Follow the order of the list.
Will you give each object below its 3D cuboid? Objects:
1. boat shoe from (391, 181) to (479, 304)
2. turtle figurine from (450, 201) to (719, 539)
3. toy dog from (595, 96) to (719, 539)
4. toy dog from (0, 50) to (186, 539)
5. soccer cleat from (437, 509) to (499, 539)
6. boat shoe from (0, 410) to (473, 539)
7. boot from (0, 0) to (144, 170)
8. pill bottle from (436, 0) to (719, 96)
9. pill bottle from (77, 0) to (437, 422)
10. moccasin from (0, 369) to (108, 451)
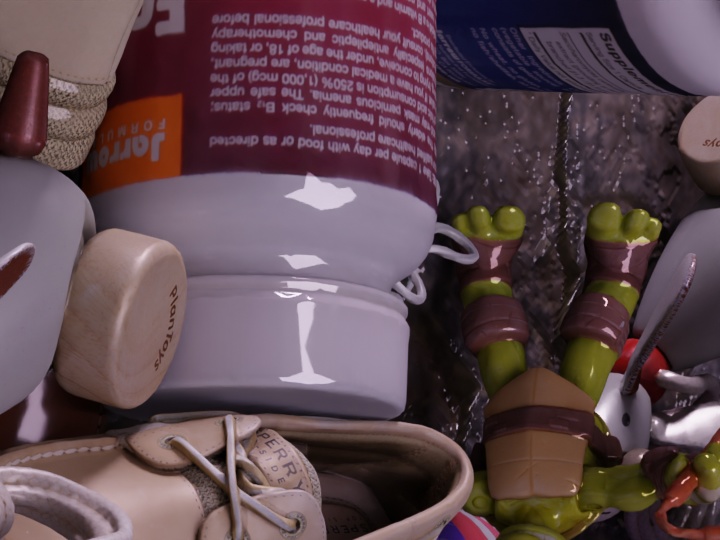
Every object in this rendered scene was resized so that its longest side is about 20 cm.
[{"bbox_3d":[-0.004,0.000,0.831,0.074,0.086,0.204,18,82,-43],"label":"boat shoe"},{"bbox_3d":[0.076,0.056,0.871,0.064,0.199,0.162,53,38,-52],"label":"turtle figurine"},{"bbox_3d":[0.156,0.021,0.966,0.132,0.096,0.201,31,73,-40],"label":"toy dog"},{"bbox_3d":[-0.116,0.002,0.622,0.131,0.200,0.097,4,108,0],"label":"toy dog"},{"bbox_3d":[0.077,0.153,0.931,0.200,0.073,0.068,44,66,-36],"label":"soccer cleat"},{"bbox_3d":[-0.042,0.068,0.690,0.199,0.065,0.072,7,47,-51],"label":"boat shoe"},{"bbox_3d":[-0.131,-0.139,0.696,0.156,0.199,0.073,-59,171,31],"label":"boot"},{"bbox_3d":[0.099,-0.118,0.838,0.111,0.199,0.112,-5,98,-43],"label":"pill bottle"},{"bbox_3d":[-0.032,-0.055,0.756,0.114,0.114,0.202,12,73,-43],"label":"pill bottle"},{"bbox_3d":[-0.134,0.106,0.722,0.074,0.078,0.202,37,70,-15],"label":"moccasin"}]
